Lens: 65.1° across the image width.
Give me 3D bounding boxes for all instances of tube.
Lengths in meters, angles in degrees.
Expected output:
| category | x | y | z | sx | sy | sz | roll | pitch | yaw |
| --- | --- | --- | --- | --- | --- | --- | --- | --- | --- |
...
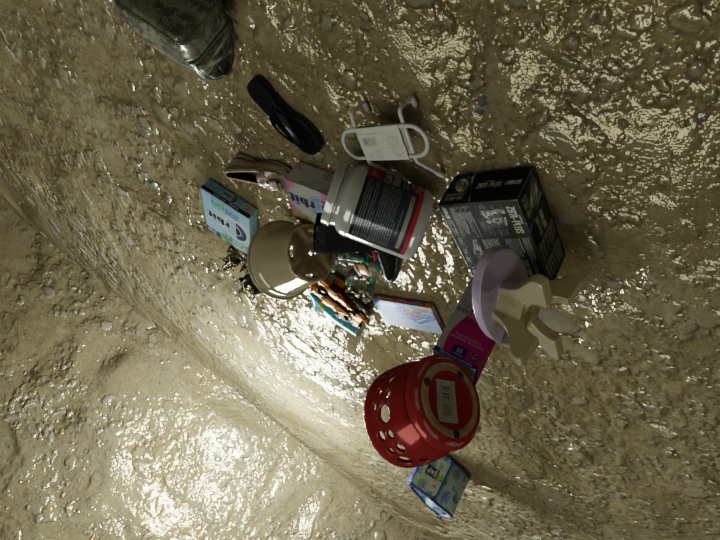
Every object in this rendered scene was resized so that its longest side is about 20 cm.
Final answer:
| category | x | y | z | sx | sy | sz | roll | pitch | yaw |
| --- | --- | --- | --- | --- | --- | --- | --- | --- | --- |
| tube | -0.075 | 0.132 | 1.702 | 0.197 | 0.050 | 0.079 | 27 | 142 | 28 |

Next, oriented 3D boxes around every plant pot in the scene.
| category | x | y | z | sx | sy | sz | roll | pitch | yaw |
| --- | --- | --- | --- | --- | --- | --- | --- | --- | --- |
| plant pot | 0.130 | 0.278 | 1.125 | 0.200 | 0.202 | 0.182 | 42 | 142 | -10 |
| plant pot | -0.155 | -0.034 | 1.377 | 0.201 | 0.202 | 0.182 | 47 | 154 | -19 |

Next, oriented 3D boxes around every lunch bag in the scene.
| category | x | y | z | sx | sy | sz | roll | pitch | yaw |
| --- | --- | --- | --- | --- | --- | --- | --- | --- | --- |
| lunch bag | 0.281 | 0.767 | 2.064 | 0.199 | 0.171 | 0.127 | 42 | 150 | -7 |
| lunch bag | -0.340 | -0.463 | 1.065 | 0.197 | 0.141 | 0.168 | 34 | 167 | 11 |

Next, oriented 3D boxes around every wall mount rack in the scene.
| category | x | y | z | sx | sy | sz | roll | pitch | yaw |
| --- | --- | --- | --- | --- | --- | --- | --- | --- | --- |
| wall mount rack | 0.066 | -0.225 | 1.030 | 0.196 | 0.075 | 0.176 | 9 | 137 | 41 |

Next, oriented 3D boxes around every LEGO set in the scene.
| category | x | y | z | sx | sy | sz | roll | pitch | yaw |
| --- | --- | --- | --- | --- | --- | --- | --- | --- | --- |
| LEGO set | -0.372 | 0.021 | 1.784 | 0.200 | 0.117 | 0.153 | 44 | 149 | -13 |

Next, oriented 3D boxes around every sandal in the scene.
| category | x | y | z | sx | sy | sz | roll | pitch | yaw |
| --- | --- | --- | --- | --- | --- | --- | --- | --- | --- |
| sandal | -0.164 | -0.312 | 1.178 | 0.199 | 0.043 | 0.076 | 43 | 150 | -8 |

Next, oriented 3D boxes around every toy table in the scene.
| category | x | y | z | sx | sy | sz | roll | pitch | yaw |
| --- | --- | --- | --- | --- | --- | --- | --- | --- | --- |
| toy table | 0.273 | 0.062 | 0.941 | 0.116 | 0.186 | 0.200 | 25 | 165 | 46 |

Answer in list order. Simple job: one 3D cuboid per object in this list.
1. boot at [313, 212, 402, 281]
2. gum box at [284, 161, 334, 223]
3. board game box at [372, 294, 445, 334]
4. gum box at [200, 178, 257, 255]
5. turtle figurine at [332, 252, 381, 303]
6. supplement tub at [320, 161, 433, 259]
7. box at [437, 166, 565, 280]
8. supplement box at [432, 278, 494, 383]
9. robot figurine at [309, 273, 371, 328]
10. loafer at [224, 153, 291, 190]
| category | x | y | z | sx | sy | sz | roll | pitch | yaw |
| --- | --- | --- | --- | --- | --- | --- | --- | --- | --- |
| boot | -0.008 | -0.046 | 1.219 | 0.066 | 0.194 | 0.169 | -118 | 29 | -54 |
| gum box | -0.068 | -0.154 | 1.269 | 0.196 | 0.067 | 0.115 | 24 | 147 | 22 |
| board game box | 0.125 | 0.114 | 1.482 | 0.196 | 0.020 | 0.104 | 8 | 140 | 41 |
| gum box | -0.375 | -0.147 | 1.630 | 0.167 | 0.045 | 0.202 | 32 | 149 | 10 |
| turtle figurine | 0.000 | 0.000 | 1.379 | 0.152 | 0.100 | 0.199 | 61 | 159 | -15 |
| supplement tub | 0.032 | -0.118 | 1.098 | 0.195 | 0.143 | 0.141 | 20 | 150 | -2 |
| box | 0.256 | -0.073 | 1.016 | 0.161 | 0.087 | 0.202 | 2 | 136 | 44 |
| supplement box | 0.238 | 0.136 | 1.210 | 0.099 | 0.202 | 0.105 | 22 | 147 | 20 |
| robot figurine | -0.049 | 0.078 | 1.579 | 0.198 | 0.059 | 0.145 | 38 | 151 | 1 |
| loafer | -0.242 | -0.226 | 1.360 | 0.196 | 0.063 | 0.073 | 20 | 146 | 28 |
